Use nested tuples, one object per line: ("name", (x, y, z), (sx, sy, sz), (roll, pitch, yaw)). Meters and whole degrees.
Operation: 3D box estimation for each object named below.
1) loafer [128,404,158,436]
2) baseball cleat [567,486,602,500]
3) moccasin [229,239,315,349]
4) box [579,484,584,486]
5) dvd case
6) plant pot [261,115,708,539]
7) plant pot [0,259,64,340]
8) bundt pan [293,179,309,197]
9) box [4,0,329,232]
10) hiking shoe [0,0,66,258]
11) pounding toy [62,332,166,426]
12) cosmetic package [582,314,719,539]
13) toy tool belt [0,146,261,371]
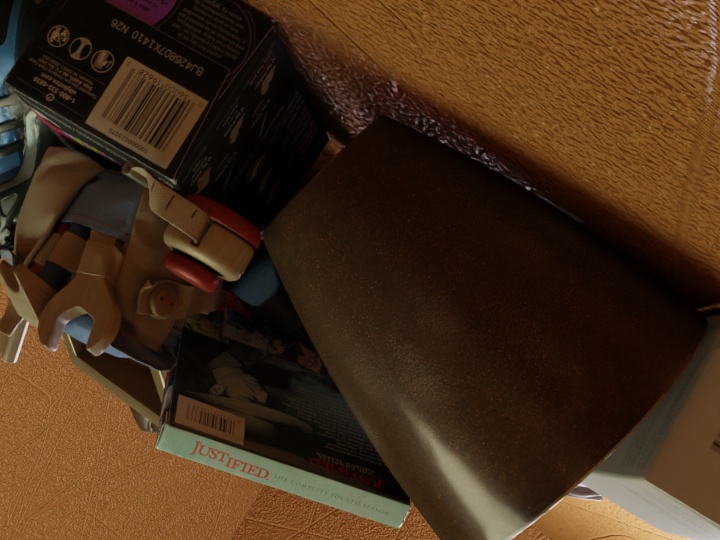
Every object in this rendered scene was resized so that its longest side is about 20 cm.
("loafer", (-0.096, 0.082, 1.341), (0.200, 0.071, 0.073), (-7, -157, -26))
("baseball cleat", (0.136, 0.105, 1.312), (0.200, 0.106, 0.070), (24, 128, 11))
("moccasin", (-0.025, -0.004, 1.055), (0.068, 0.080, 0.200), (47, -150, -7))
("box", (0.110, 0.095, 1.125), (0.200, 0.039, 0.137), (10, 153, -13))
("dvd case", (-0.043, 0.064, 1.015), (0.146, 0.022, 0.200), (20, -155, -12))
("plant pot", (0.049, 0.019, 0.928), (0.200, 0.187, 0.187), (46, 172, 0))
("plant pot", (-0.174, -0.039, 1.419), (0.200, 0.200, 0.183), (38, 156, -33))
("bundt pan", (0.000, 0.000, 1.292), (0.202, 0.076, 0.202), (33, 172, 5))
("box", (-0.107, -0.094, 1.025), (0.122, 0.106, 0.200), (31, 173, 14))
("hiking shoe", (-0.220, -0.095, 1.105), (0.087, 0.200, 0.074), (35, -148, 9))
("pounding toy", (-0.145, -0.020, 1.228), (0.200, 0.142, 0.184), (28, 140, 46))
("cosmetic package", (0.189, 0.089, 0.965), (0.085, 0.108, 0.200), (31, 174, -2))
("toy tool belt", (-0.136, 0.013, 0.954), (0.125, 0.123, 0.200), (34, 170, -32))
